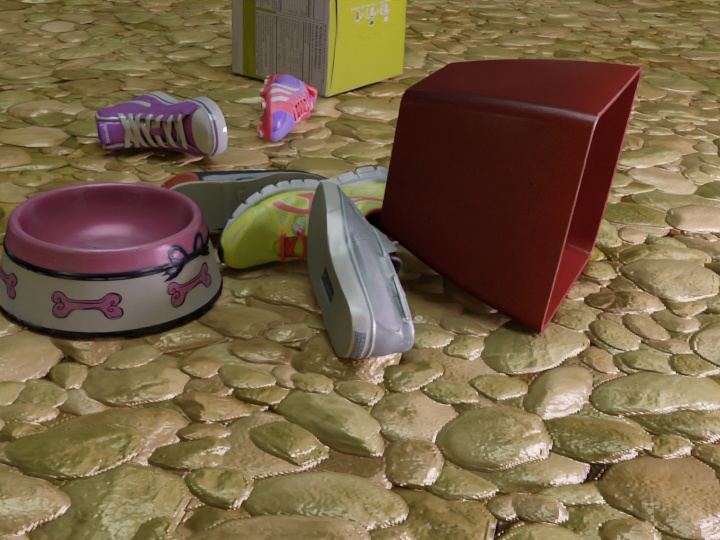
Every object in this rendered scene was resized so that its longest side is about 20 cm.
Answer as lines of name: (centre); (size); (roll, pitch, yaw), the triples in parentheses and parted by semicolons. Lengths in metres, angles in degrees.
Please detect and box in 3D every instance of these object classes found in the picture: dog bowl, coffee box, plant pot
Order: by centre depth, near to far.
dog bowl: (-0.223, -0.017, 0.965); (0.200, 0.074, 0.200); (3, 24, -1)
plant pot: (0.130, -0.093, 0.993); (0.176, 0.200, 0.200); (19, 28, 18)
coffee box: (-0.061, -0.398, 1.669); (0.198, 0.200, 0.200); (20, 30, 32)

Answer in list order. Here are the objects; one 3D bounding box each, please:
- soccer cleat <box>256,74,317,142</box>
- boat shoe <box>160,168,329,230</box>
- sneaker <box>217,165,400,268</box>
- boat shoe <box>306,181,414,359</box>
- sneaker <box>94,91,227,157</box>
soccer cleat: (-0.095, -0.217, 1.435); (0.076, 0.067, 0.200); (6, 21, -5)
boat shoe: (-0.106, -0.068, 1.098); (0.200, 0.071, 0.063); (-1, 12, -17)
sneaker: (-0.037, -0.038, 1.034); (0.200, 0.078, 0.090); (-19, 54, -19)
boat shoe: (0.000, 0.000, 0.938); (0.071, 0.070, 0.201); (5, 41, -20)
sneaker: (-0.247, -0.164, 1.302); (0.114, 0.073, 0.200); (-21, 23, -35)
